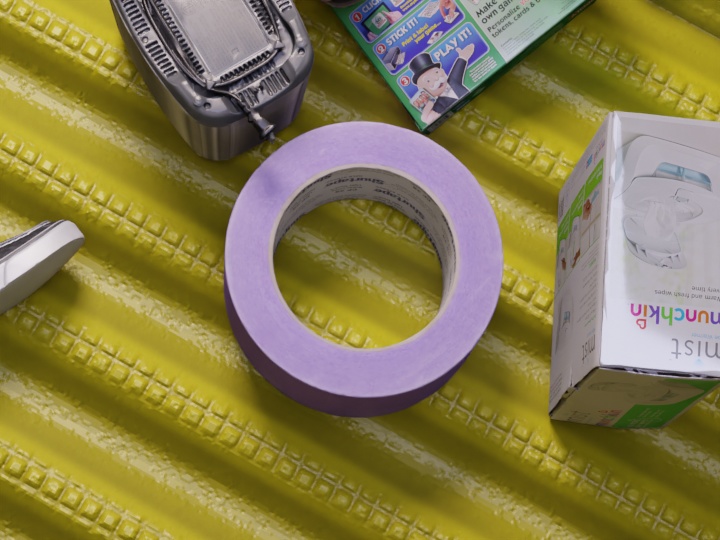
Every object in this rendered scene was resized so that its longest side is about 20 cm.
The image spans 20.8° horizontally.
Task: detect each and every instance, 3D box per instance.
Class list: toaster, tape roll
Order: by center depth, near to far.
[{"bbox_3d":[0.000,0.000,1.415,0.198,0.085,0.202,1,77,-5],"label":"tape roll"},{"bbox_3d":[-0.106,-0.165,1.422,0.113,0.129,0.201,-31,80,-10],"label":"toaster"}]

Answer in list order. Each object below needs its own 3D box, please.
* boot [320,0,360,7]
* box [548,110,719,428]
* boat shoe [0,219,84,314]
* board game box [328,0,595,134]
[{"bbox_3d":[-0.032,-0.266,1.446,0.070,0.200,0.147,-29,94,25],"label":"boot"},{"bbox_3d":[0.192,0.006,1.369,0.096,0.200,0.178,5,75,-3],"label":"box"},{"bbox_3d":[-0.294,0.010,1.400,0.199,0.072,0.068,-33,82,-4],"label":"boat shoe"},{"bbox_3d":[0.087,-0.217,1.469,0.199,0.029,0.135,-38,80,8],"label":"board game box"}]
